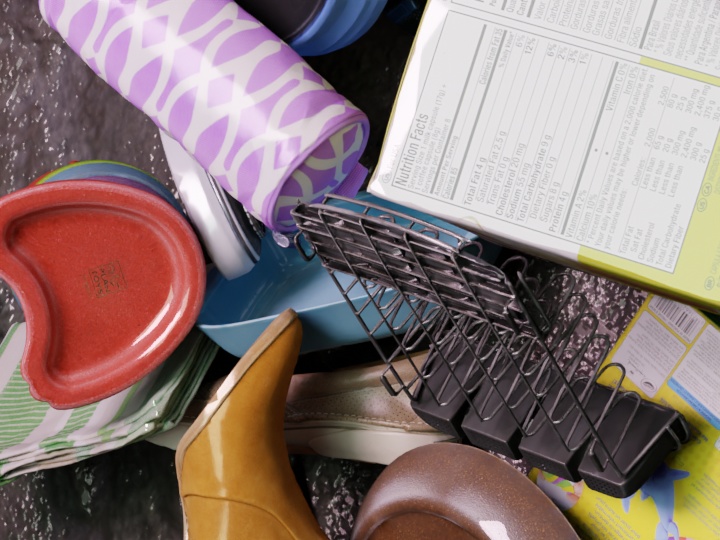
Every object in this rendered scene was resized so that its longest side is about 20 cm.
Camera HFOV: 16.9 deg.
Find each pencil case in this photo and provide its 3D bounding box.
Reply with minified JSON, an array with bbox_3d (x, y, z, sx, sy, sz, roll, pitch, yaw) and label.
[{"bbox_3d":[-0.080,-0.107,1.292,0.200,0.085,0.084,43,111,17],"label":"pencil case"}]

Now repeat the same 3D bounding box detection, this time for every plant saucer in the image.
[{"bbox_3d":[0.053,0.188,1.243,0.200,0.032,0.201,19,115,46],"label":"plant saucer"}]

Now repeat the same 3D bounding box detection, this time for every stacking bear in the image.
[{"bbox_3d":[-0.154,-0.012,1.377,0.113,0.200,0.122,-18,104,-7],"label":"stacking bear"}]

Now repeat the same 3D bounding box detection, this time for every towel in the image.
[{"bbox_3d":[-0.158,0.059,1.401,0.200,0.023,0.153,-19,31,36],"label":"towel"}]

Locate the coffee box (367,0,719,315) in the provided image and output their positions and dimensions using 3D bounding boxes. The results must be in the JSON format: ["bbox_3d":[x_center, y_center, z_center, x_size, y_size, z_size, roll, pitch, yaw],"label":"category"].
[{"bbox_3d":[0.145,-0.090,1.103,0.197,0.200,0.201,18,90,18],"label":"coffee box"}]

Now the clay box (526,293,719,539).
[{"bbox_3d":[0.145,0.118,1.218,0.115,0.048,0.200,44,112,32],"label":"clay box"}]

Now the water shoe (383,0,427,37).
[{"bbox_3d":[0.015,-0.174,1.325,0.200,0.079,0.072,39,107,32],"label":"water shoe"}]

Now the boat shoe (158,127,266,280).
[{"bbox_3d":[-0.073,-0.088,1.360,0.071,0.072,0.200,-18,56,6],"label":"boat shoe"}]

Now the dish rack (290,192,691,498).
[{"bbox_3d":[0.057,0.027,1.144,0.153,0.200,0.055,17,63,39],"label":"dish rack"}]

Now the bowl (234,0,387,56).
[{"bbox_3d":[-0.054,-0.211,1.303,0.200,0.039,0.201,27,126,44],"label":"bowl"}]

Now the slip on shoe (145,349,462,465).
[{"bbox_3d":[-0.037,0.069,1.334,0.200,0.076,0.061,3,98,33],"label":"slip on shoe"}]

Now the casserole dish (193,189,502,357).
[{"bbox_3d":[0.000,0.000,1.307,0.200,0.121,0.039,-14,118,34],"label":"casserole dish"}]

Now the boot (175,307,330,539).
[{"bbox_3d":[-0.037,0.136,1.251,0.144,0.071,0.201,31,93,3],"label":"boot"}]
